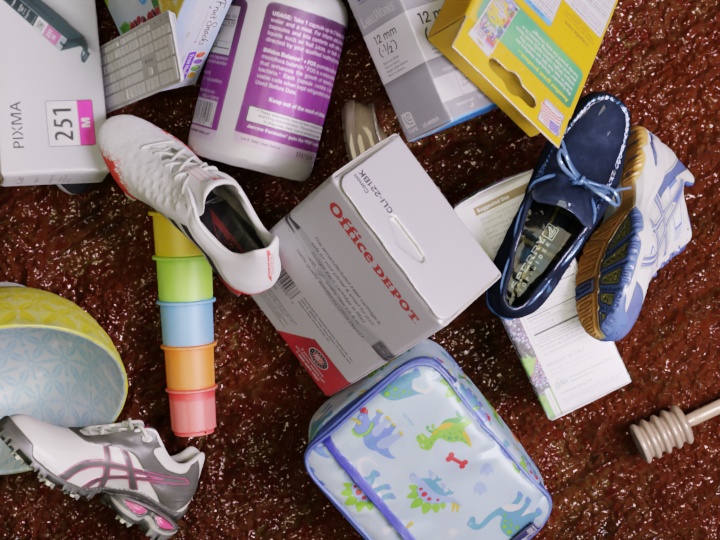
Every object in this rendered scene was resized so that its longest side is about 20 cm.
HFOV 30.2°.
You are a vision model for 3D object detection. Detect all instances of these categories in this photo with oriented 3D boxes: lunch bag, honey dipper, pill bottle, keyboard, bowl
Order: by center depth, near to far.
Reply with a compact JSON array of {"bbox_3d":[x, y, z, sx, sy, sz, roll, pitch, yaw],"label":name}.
[{"bbox_3d":[-0.195,-0.169,1.120,0.011,0.199,0.057,-5,89,-32],"label":"keyboard"},{"bbox_3d":[-0.073,-0.185,1.139,0.111,0.112,0.202,15,95,2],"label":"pill bottle"},{"bbox_3d":[0.056,0.176,1.156,0.160,0.083,0.200,-36,102,9],"label":"lunch bag"},{"bbox_3d":[-0.309,0.076,1.160,0.199,0.201,0.108,-24,49,4],"label":"bowl"},{"bbox_3d":[0.334,0.113,1.175,0.199,0.038,0.038,-24,92,1],"label":"honey dipper"}]

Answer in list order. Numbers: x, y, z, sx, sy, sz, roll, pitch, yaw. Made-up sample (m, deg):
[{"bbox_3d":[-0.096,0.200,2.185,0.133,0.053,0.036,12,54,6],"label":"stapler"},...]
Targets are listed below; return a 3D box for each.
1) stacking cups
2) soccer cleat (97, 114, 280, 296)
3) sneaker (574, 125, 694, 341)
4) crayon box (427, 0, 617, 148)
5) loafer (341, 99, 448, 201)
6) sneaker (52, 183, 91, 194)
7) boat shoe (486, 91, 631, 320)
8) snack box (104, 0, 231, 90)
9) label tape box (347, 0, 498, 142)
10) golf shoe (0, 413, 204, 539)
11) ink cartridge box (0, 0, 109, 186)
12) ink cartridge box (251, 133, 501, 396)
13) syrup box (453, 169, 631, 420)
[{"bbox_3d":[-0.151,0.045,1.191,0.060,0.061,0.202,-3,98,3],"label":"stacking cups"},{"bbox_3d":[-0.136,-0.064,1.080,0.068,0.085,0.200,-38,77,-26],"label":"soccer cleat"},{"bbox_3d":[0.239,-0.023,1.112,0.088,0.075,0.201,29,62,-23],"label":"sneaker"},{"bbox_3d":[0.133,-0.203,1.085,0.126,0.051,0.201,40,56,-22],"label":"crayon box"},{"bbox_3d":[0.041,-0.060,1.163,0.067,0.076,0.201,-22,102,4],"label":"loafer"},{"bbox_3d":[-0.318,-0.139,1.190,0.200,0.072,0.083,48,129,-5],"label":"sneaker"},{"bbox_3d":[0.169,-0.048,1.076,0.084,0.069,0.201,21,93,0],"label":"boat shoe"},{"bbox_3d":[-0.155,-0.262,1.083,0.053,0.200,0.143,-14,67,-31],"label":"snack box"},{"bbox_3d":[0.068,-0.226,1.115,0.143,0.066,0.201,-25,94,-37],"label":"label tape box"},{"bbox_3d":[-0.226,0.159,1.163,0.200,0.077,0.088,35,84,-36],"label":"golf shoe"},{"bbox_3d":[-0.306,-0.172,1.121,0.172,0.044,0.202,-4,82,-20],"label":"ink cartridge box"},{"bbox_3d":[0.000,0.000,1.101,0.084,0.200,0.145,-38,91,-35],"label":"ink cartridge box"},{"bbox_3d":[0.154,0.018,1.155,0.081,0.079,0.201,-26,92,5],"label":"syrup box"}]
